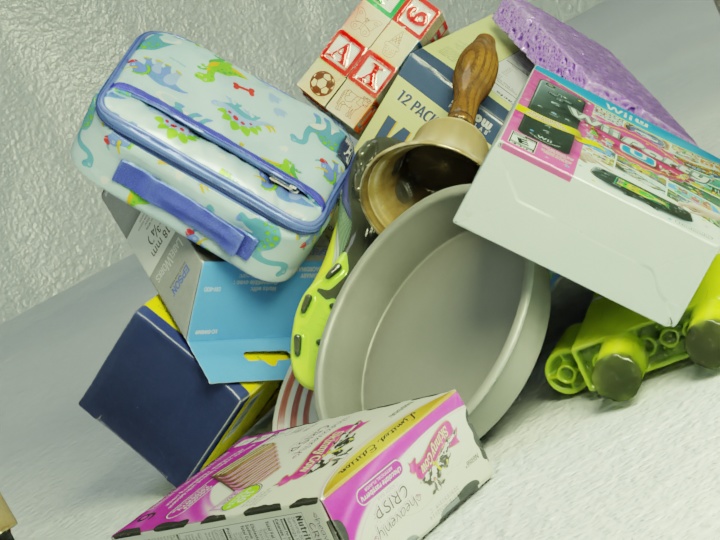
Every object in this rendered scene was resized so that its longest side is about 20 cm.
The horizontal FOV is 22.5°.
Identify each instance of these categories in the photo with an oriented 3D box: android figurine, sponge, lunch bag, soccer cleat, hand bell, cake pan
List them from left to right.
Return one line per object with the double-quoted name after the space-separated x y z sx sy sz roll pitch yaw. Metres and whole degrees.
-0.108 -0.087 1.364 0.083 0.199 0.161 -58 3 35 "lunch bag"
0.001 0.000 1.323 0.064 0.201 0.084 15 -19 9 "soccer cleat"
0.049 0.040 1.184 0.200 0.037 0.201 -33 41 34 "cake pan"
0.072 -0.108 1.309 0.104 0.104 0.200 -20 31 31 "hand bell"
0.181 -0.151 1.419 0.030 0.111 0.200 -56 27 17 "sponge"
0.205 0.024 1.156 0.181 0.041 0.200 -23 10 20 "android figurine"

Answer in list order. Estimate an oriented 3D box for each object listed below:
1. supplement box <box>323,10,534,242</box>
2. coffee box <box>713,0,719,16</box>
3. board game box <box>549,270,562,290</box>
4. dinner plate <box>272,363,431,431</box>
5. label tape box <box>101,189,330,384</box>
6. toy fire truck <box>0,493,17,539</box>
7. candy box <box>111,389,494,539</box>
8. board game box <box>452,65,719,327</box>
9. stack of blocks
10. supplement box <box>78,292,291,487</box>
0.084 -0.083 1.498 0.200 0.134 0.200 -58 -11 28 "supplement box"
0.311 -0.115 1.141 0.114 0.201 0.080 -25 10 7 "coffee box"
0.128 -0.017 1.335 0.200 0.037 0.151 -50 6 -2 "board game box"
0.011 0.065 1.298 0.200 0.024 0.201 -40 27 26 "dinner plate"
-0.093 -0.009 1.406 0.144 0.200 0.063 0 -45 -43 "label tape box"
-0.385 0.222 1.450 0.176 0.129 0.200 -31 -1 -26 "toy fire truck"
-0.037 0.141 1.093 0.199 0.061 0.136 -16 13 44 "candy box"
0.150 -0.052 1.145 0.064 0.147 0.200 -64 -2 21 "board game box"
0.021 -0.162 1.497 0.115 0.058 0.200 -53 -10 1 "stack of blocks"
-0.114 0.067 1.451 0.110 0.109 0.200 -55 -8 31 "supplement box"
